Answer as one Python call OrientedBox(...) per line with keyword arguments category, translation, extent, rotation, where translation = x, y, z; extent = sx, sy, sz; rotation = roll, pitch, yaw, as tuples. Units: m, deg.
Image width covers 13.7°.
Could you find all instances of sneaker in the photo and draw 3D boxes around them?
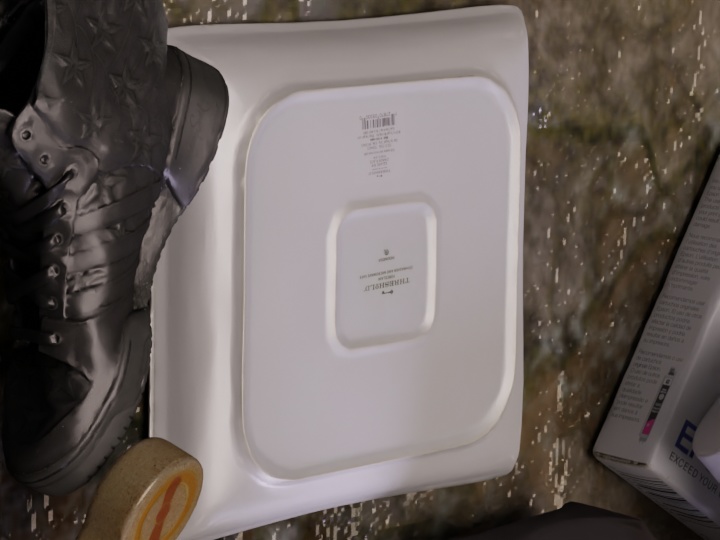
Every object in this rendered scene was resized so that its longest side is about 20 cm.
OrientedBox(category="sneaker", translation=(-0.110, -0.031, 1.050), extent=(0.104, 0.060, 0.201), rotation=(29, 75, -41))

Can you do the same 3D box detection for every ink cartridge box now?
OrientedBox(category="ink cartridge box", translation=(0.209, 0.039, 1.380), extent=(0.196, 0.043, 0.201), rotation=(36, 75, -41))

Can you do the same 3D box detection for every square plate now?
OrientedBox(category="square plate", translation=(0.000, 0.000, 1.180), extent=(0.199, 0.028, 0.199), rotation=(-8, 104, -43))

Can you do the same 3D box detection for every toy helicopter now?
OrientedBox(category="toy helicopter", translation=(-0.114, 0.150, 1.060), extent=(0.200, 0.079, 0.132), rotation=(-56, 155, -5))

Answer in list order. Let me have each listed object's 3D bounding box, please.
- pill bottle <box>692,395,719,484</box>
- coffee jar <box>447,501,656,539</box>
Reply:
OrientedBox(category="pill bottle", translation=(0.238, 0.120, 1.283), extent=(0.200, 0.113, 0.113), rotation=(48, 63, -9))
OrientedBox(category="coffee jar", translation=(0.076, 0.201, 1.251), extent=(0.104, 0.085, 0.201), rotation=(-13, 106, -43))
